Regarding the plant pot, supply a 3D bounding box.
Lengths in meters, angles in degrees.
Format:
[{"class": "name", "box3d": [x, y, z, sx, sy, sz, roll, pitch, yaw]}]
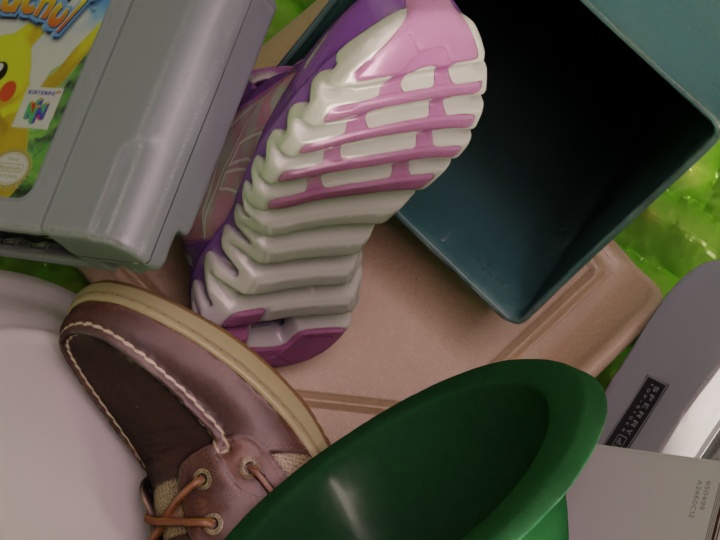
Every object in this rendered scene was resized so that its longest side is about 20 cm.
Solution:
[{"class": "plant pot", "box3d": [0.091, -0.112, 0.911, 0.141, 0.141, 0.200, 43, 44, -1]}]

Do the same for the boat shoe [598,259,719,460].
[{"class": "boat shoe", "box3d": [0.115, 0.089, 0.919, 0.057, 0.069, 0.201, 38, 89, -38]}]

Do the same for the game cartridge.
[{"class": "game cartridge", "box3d": [-0.129, -0.071, 0.852, 0.040, 0.199, 0.134, 43, 62, -46]}]

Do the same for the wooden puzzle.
[{"class": "wooden puzzle", "box3d": [0.000, 0.000, 0.938, 0.185, 0.037, 0.200, -41, 85, -18]}]

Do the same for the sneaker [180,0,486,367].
[{"class": "sneaker", "box3d": [-0.024, -0.048, 0.838, 0.080, 0.200, 0.089, -3, 57, -29]}]

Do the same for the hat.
[{"class": "hat", "box3d": [0.047, 0.154, 0.756, 0.177, 0.165, 0.200, 58, 28, -14]}]

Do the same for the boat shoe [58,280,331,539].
[{"class": "boat shoe", "box3d": [-0.048, 0.091, 0.847, 0.200, 0.072, 0.072, 48, 54, -7]}]

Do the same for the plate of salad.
[{"class": "plate of salad", "box3d": [-0.128, 0.097, 0.851, 0.199, 0.048, 0.202, 24, 53, -36]}]

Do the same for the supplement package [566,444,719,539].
[{"class": "supplement package", "box3d": [0.143, 0.155, 0.767, 0.111, 0.199, 0.157, 34, 68, -47]}]
